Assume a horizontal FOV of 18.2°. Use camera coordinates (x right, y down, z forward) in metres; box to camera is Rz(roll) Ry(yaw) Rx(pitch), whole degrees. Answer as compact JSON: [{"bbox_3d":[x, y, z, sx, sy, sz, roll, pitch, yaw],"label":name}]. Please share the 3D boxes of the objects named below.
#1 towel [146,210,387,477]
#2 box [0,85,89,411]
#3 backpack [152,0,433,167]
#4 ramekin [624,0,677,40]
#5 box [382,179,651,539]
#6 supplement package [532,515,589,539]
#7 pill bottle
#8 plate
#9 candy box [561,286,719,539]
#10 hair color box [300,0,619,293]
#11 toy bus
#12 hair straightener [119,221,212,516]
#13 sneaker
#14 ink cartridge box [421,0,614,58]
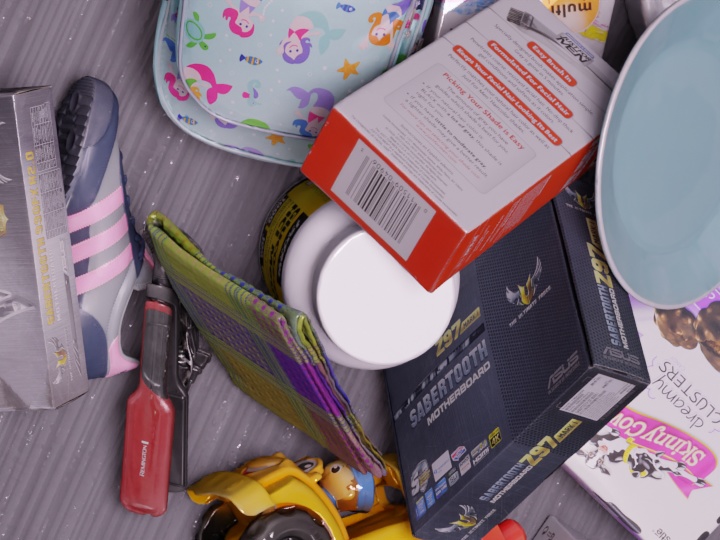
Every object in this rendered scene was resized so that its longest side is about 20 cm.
[{"bbox_3d":[-0.058,0.050,1.419,0.023,0.143,0.200,-47,143,-15],"label":"towel"},{"bbox_3d":[-0.261,-0.012,1.424,0.158,0.048,0.201,-1,101,24],"label":"box"},{"bbox_3d":[-0.043,-0.161,1.413,0.177,0.151,0.201,13,127,-5],"label":"backpack"},{"bbox_3d":[0.270,-0.196,1.494,0.199,0.098,0.202,-1,98,-9],"label":"ramekin"},{"bbox_3d":[0.092,0.058,1.429,0.051,0.158,0.200,18,135,-29],"label":"box"},{"bbox_3d":[0.149,0.303,1.522,0.150,0.152,0.200,34,92,-13],"label":"supplement package"},{"bbox_3d":[0.000,0.000,1.427,0.112,0.200,0.113,-1,98,-9],"label":"pill bottle"},{"bbox_3d":[0.200,-0.076,1.397,0.200,0.026,0.201,-18,116,-44],"label":"plate"},{"bbox_3d":[0.218,0.073,1.539,0.168,0.072,0.200,44,89,-13],"label":"candy box"},{"bbox_3d":[0.070,-0.083,1.354,0.111,0.064,0.200,44,48,12],"label":"hair color box"},{"bbox_3d":[0.007,0.187,1.502,0.192,0.136,0.201,-34,100,-16],"label":"toy bus"},{"bbox_3d":[-0.129,0.058,1.486,0.041,0.077,0.201,7,112,18],"label":"hair straightener"},{"bbox_3d":[-0.170,-0.026,1.472,0.082,0.070,0.201,6,103,-26],"label":"sneaker"},{"bbox_3d":[0.102,-0.163,1.487,0.115,0.068,0.201,10,97,-9],"label":"ink cartridge box"}]
